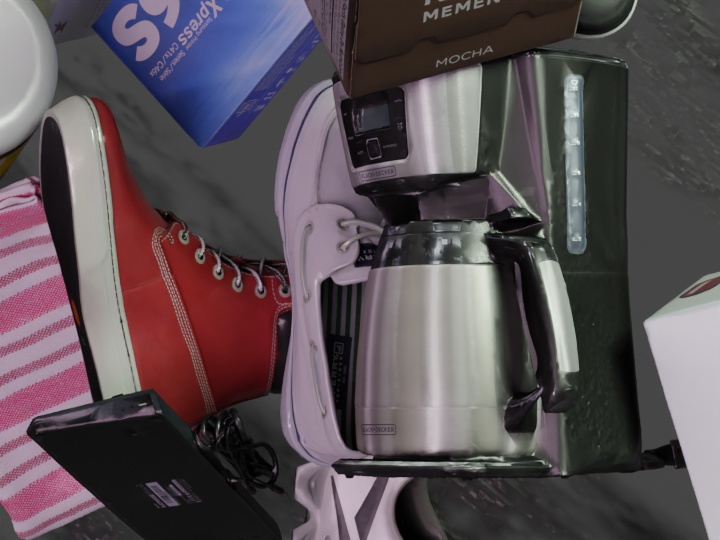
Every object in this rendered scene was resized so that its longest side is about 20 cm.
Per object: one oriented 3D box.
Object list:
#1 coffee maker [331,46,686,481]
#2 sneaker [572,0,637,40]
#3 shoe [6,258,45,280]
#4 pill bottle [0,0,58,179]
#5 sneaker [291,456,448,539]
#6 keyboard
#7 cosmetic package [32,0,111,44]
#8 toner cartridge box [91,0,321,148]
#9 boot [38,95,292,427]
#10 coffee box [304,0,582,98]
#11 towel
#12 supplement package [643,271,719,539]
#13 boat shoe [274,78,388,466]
[{"bbox_3d":[0.071,-0.001,0.915,0.134,0.192,0.201,-3,85,30],"label":"coffee maker"},{"bbox_3d":[0.091,-0.206,0.867,0.073,0.112,0.201,-13,95,-2],"label":"sneaker"},{"bbox_3d":[-0.208,0.025,1.095,0.199,0.072,0.091,-24,125,9],"label":"shoe"},{"bbox_3d":[-0.238,-0.082,1.021,0.110,0.109,0.200,61,151,2],"label":"pill bottle"},{"bbox_3d":[0.008,0.177,1.018,0.088,0.074,0.201,10,106,25],"label":"sneaker"},{"bbox_3d":[-0.093,0.102,1.007,0.104,0.200,0.040,-9,62,12],"label":"keyboard"},{"bbox_3d":[-0.216,-0.219,1.041,0.200,0.074,0.102,36,114,12],"label":"cosmetic package"},{"bbox_3d":[-0.047,-0.167,0.987,0.095,0.043,0.200,46,115,9],"label":"toner cartridge box"},{"bbox_3d":[-0.084,-0.012,0.985,0.144,0.072,0.201,-18,121,-14],"label":"boot"},{"bbox_3d":[0.013,-0.187,0.846,0.080,0.113,0.201,96,154,-57],"label":"coffee box"},{"bbox_3d":[-0.182,0.055,1.049,0.146,0.030,0.200,-26,114,15],"label":"towel"},{"bbox_3d":[0.255,0.061,0.858,0.199,0.111,0.156,-16,94,26],"label":"supplement package"},{"bbox_3d":[0.000,0.000,0.964,0.067,0.073,0.201,176,93,-65],"label":"boat shoe"}]
